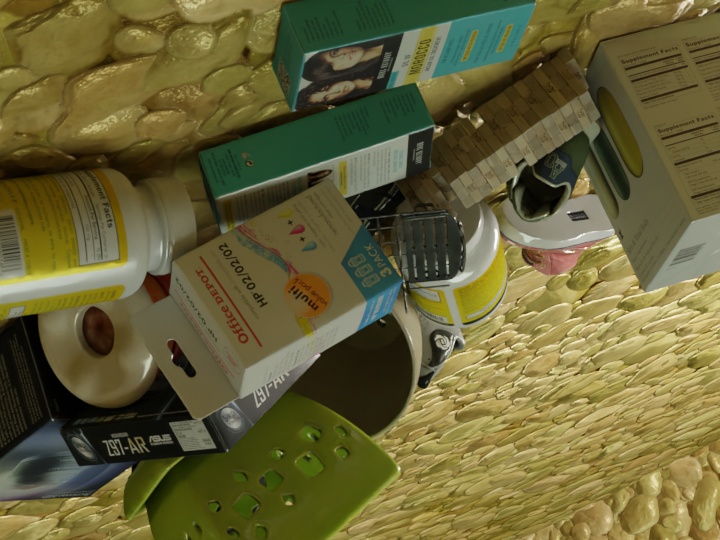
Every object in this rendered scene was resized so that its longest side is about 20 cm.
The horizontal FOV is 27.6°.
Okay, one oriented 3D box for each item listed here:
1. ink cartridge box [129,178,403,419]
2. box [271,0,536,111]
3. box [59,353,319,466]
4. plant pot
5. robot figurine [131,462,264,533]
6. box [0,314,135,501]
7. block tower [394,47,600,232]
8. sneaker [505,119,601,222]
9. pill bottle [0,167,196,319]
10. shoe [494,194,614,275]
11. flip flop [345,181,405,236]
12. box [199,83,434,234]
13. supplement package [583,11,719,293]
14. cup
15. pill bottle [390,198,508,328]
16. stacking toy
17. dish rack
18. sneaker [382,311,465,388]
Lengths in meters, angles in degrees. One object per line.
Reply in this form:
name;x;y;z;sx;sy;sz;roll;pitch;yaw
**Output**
ink cartridge box;-0.080;0.023;1.224;0.200;0.115;0.068;-30;162;-21
box;0.034;-0.188;1.166;0.200;0.049;0.082;-16;157;-17
box;-0.159;0.114;1.367;0.200;0.044;0.160;-10;-156;39
plant pot;-0.111;0.216;1.445;0.200;0.182;0.199;-37;172;-32
robot figurine;-0.178;0.230;1.651;0.125;0.150;0.200;-9;152;30
box;-0.311;0.147;1.510;0.198;0.123;0.200;-35;155;32
block tower;0.127;-0.119;1.354;0.200;0.058;0.054;-36;147;4
sneaker;0.173;-0.085;1.451;0.090;0.067;0.200;-60;178;-23
pill bottle;-0.240;-0.024;1.197;0.200;0.111;0.111;-9;155;-29
shoe;0.203;-0.035;1.648;0.200;0.072;0.091;-6;147;-46
flip flop;-0.018;-0.064;1.405;0.200;0.058;0.081;-46;146;14
box;-0.037;-0.097;1.287;0.200;0.049;0.082;-19;158;-9
supplement package;0.315;-0.114;1.403;0.150;0.200;0.152;-16;157;-15
cup;-0.017;0.064;1.545;0.200;0.200;0.143;-35;-173;28
pill bottle;0.092;-0.020;1.523;0.112;0.113;0.200;-23;158;1
stacking toy;-0.194;0.041;1.405;0.146;0.146;0.200;-38;168;34
dish rack;0.000;0.000;1.364;0.200;0.055;0.153;-7;153;2
sneaker;0.034;0.090;1.716;0.200;0.116;0.075;-15;157;-18
